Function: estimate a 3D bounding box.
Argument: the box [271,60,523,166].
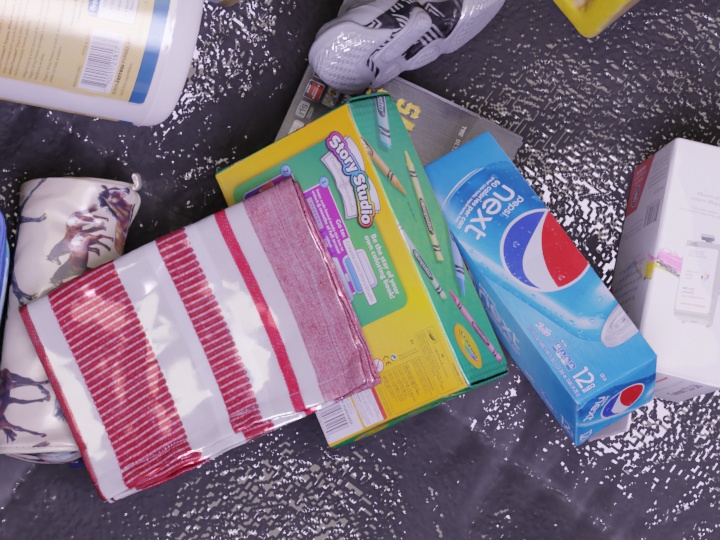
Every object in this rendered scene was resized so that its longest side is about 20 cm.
[{"bbox_3d":[0.000,-0.033,1.654,0.158,0.048,0.200,25,79,-3],"label":"box"}]

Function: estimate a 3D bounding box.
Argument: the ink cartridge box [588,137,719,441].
[{"bbox_3d":[0.213,0.022,1.640,0.067,0.116,0.201,13,81,-6],"label":"ink cartridge box"}]

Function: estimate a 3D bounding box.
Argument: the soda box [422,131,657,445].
[{"bbox_3d":[0.112,0.010,1.569,0.064,0.068,0.200,-30,64,-11],"label":"soda box"}]

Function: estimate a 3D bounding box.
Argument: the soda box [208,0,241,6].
[{"bbox_3d":[-0.081,-0.285,1.656,0.064,0.068,0.200,20,89,-10],"label":"soda box"}]

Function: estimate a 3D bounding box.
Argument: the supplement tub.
[{"bbox_3d":[-0.208,-0.178,1.535,0.199,0.145,0.145,10,80,-15],"label":"supplement tub"}]

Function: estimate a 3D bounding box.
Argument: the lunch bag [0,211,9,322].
[{"bbox_3d":[-0.335,0.013,1.587,0.199,0.082,0.161,12,77,-7],"label":"lunch bag"}]

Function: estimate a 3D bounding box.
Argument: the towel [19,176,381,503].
[{"bbox_3d":[-0.103,0.046,1.536,0.200,0.023,0.144,-25,84,5],"label":"towel"}]

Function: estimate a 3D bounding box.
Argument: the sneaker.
[{"bbox_3d":[0.007,-0.192,1.637,0.115,0.075,0.200,50,38,11],"label":"sneaker"}]

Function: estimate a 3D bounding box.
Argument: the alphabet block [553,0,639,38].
[{"bbox_3d":[0.190,-0.308,1.649,0.200,0.196,0.195,-38,86,-11],"label":"alphabet block"}]

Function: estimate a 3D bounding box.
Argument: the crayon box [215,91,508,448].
[{"bbox_3d":[0.000,0.000,1.563,0.119,0.058,0.200,-26,85,33],"label":"crayon box"}]

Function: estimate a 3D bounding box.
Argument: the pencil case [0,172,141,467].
[{"bbox_3d":[-0.191,0.029,1.603,0.089,0.078,0.201,6,81,-10],"label":"pencil case"}]
